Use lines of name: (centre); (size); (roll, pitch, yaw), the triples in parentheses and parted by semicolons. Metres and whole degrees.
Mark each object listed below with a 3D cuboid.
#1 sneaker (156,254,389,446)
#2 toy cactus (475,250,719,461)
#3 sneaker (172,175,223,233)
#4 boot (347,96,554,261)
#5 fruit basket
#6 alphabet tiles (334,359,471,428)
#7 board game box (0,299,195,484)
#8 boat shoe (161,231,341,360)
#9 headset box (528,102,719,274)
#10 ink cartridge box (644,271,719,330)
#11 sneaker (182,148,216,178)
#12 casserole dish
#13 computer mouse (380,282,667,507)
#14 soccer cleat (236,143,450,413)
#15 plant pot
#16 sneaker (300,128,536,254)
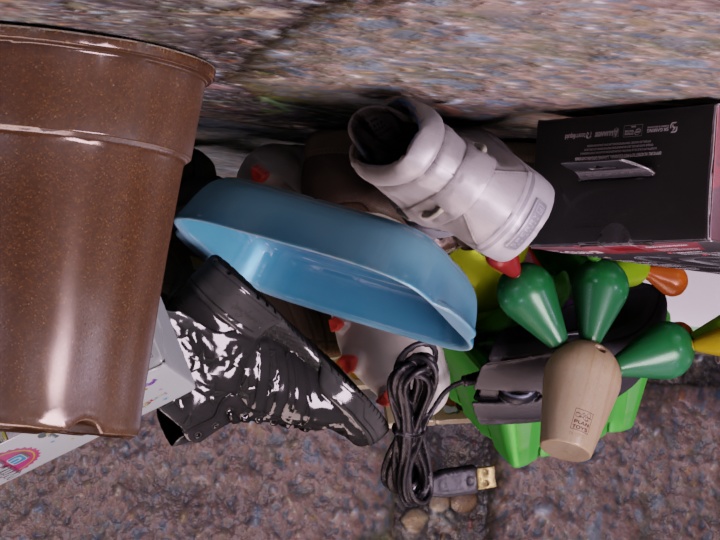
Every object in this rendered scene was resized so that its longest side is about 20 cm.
sneaker: (-0.079, 0.066, 1.712); (0.200, 0.104, 0.060); (44, 180, -31)
toy cactus: (0.144, 0.029, 1.685); (0.199, 0.166, 0.102); (26, 154, -25)
sneaker: (-0.167, -0.046, 1.802); (0.199, 0.082, 0.073); (-7, 169, 25)
boot: (0.035, -0.065, 1.608); (0.095, 0.074, 0.200); (35, 177, -18)
fruit basket: (0.089, -0.002, 1.866); (0.155, 0.217, 0.215); (-17, -177, -19)
alphabet tiles: (0.054, 0.026, 1.999); (0.165, 0.201, 0.006); (-3, 139, -9)
board game box: (-0.213, 0.039, 1.630); (0.199, 0.148, 0.064); (-26, 161, 8)
boat shoe: (-0.095, 0.025, 1.783); (0.199, 0.072, 0.076); (21, 132, -41)
headset box: (0.200, -0.041, 1.585); (0.199, 0.078, 0.149); (9, 174, -35)
ink cartridge box: (0.213, 0.012, 2.217); (0.144, 0.088, 0.200); (4, 178, -4)
sneaker: (-0.182, -0.056, 1.919); (0.079, 0.076, 0.199); (21, 156, -38)
casserole dish: (-0.016, -0.007, 1.668); (0.199, 0.039, 0.121); (15, 163, 31)
computer mouse: (0.104, 0.086, 1.764); (0.199, 0.141, 0.046); (-15, -133, -25)
soccer cleat: (0.000, 0.000, 1.791); (0.077, 0.200, 0.069); (-24, 163, -50)
plant pot: (-0.181, -0.016, 1.508); (0.199, 0.199, 0.200); (4, 175, 0)
sneaker: (0.063, -0.039, 1.750); (0.199, 0.076, 0.070); (5, 176, 1)
